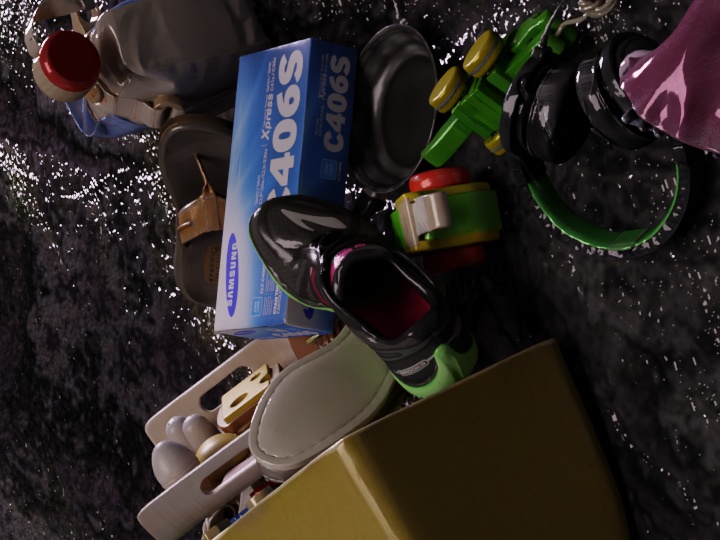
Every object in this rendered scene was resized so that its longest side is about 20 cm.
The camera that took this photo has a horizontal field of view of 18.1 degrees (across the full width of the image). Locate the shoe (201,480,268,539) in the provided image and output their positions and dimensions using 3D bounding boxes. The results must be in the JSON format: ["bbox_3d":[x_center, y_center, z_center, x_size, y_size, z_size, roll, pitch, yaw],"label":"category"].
[{"bbox_3d":[-0.098,0.182,1.778,0.070,0.053,0.201,53,136,35],"label":"shoe"}]

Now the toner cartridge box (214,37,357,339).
[{"bbox_3d":[-0.053,-0.056,1.588,0.095,0.043,0.202,-8,74,55],"label":"toner cartridge box"}]

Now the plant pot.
[{"bbox_3d":[0.059,0.196,1.446,0.201,0.193,0.195,61,141,9],"label":"plant pot"}]

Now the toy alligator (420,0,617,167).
[{"bbox_3d":[0.103,-0.135,1.428,0.200,0.059,0.054,-44,17,42],"label":"toy alligator"}]

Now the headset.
[{"bbox_3d":[0.128,-0.098,1.338,0.123,0.094,0.201,-8,105,39],"label":"headset"}]

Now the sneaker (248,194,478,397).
[{"bbox_3d":[0.000,0.000,1.464,0.200,0.077,0.084,36,163,35],"label":"sneaker"}]

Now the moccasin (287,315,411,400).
[{"bbox_3d":[-0.018,0.018,1.620,0.202,0.073,0.078,-118,30,-41],"label":"moccasin"}]

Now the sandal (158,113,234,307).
[{"bbox_3d":[-0.113,-0.036,1.697,0.201,0.081,0.055,97,171,-45],"label":"sandal"}]

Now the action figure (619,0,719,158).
[{"bbox_3d":[0.216,-0.151,1.159,0.149,0.133,0.201,-68,-4,-74],"label":"action figure"}]

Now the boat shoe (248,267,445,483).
[{"bbox_3d":[-0.006,0.078,1.495,0.071,0.200,0.060,22,137,20],"label":"boat shoe"}]

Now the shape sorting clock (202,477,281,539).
[{"bbox_3d":[-0.064,0.163,1.603,0.039,0.199,0.200,53,140,8],"label":"shape sorting clock"}]

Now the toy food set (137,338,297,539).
[{"bbox_3d":[-0.099,0.108,1.630,0.061,0.143,0.200,51,-174,-15],"label":"toy food set"}]

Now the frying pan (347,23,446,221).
[{"bbox_3d":[0.022,-0.072,1.542,0.115,0.031,0.192,0,85,57],"label":"frying pan"}]

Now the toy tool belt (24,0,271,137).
[{"bbox_3d":[-0.173,-0.149,1.688,0.123,0.199,0.126,-37,78,52],"label":"toy tool belt"}]

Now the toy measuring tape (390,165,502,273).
[{"bbox_3d":[0.062,-0.036,1.455,0.200,0.073,0.074,147,113,-83],"label":"toy measuring tape"}]
